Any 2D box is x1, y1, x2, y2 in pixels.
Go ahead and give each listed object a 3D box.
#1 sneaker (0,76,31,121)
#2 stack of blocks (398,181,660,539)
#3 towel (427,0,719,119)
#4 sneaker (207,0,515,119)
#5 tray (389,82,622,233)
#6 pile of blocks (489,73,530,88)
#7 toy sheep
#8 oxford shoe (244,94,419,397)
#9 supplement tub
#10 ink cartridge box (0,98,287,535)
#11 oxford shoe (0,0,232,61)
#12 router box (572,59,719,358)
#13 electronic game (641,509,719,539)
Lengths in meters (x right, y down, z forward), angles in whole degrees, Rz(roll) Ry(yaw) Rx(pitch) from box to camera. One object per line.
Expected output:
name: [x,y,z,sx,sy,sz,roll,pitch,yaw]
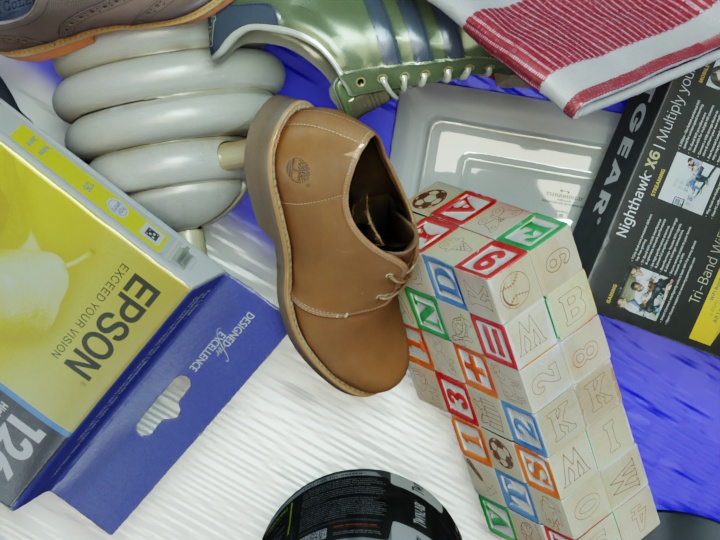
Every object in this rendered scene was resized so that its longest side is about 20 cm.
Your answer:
sneaker: [-0.174,-0.025,1.064,0.079,0.078,0.200,-8,111,14]
stack of blocks: [0.083,0.060,1.047,0.059,0.115,0.200,-33,120,-24]
towel: [0.077,-0.156,0.936,0.200,0.144,0.023,43,134,23]
sneaker: [0.016,-0.112,0.961,0.200,0.067,0.090,19,84,-3]
tray: [0.113,-0.040,1.085,0.200,0.022,0.108,10,102,-1]
pile of blocks: [0.060,-0.182,1.049,0.062,0.082,0.200,-31,89,49]
toy sheep: [-0.099,-0.092,1.025,0.138,0.138,0.200,-8,84,2]
oxford shoe: [0.000,0.000,0.979,0.071,0.071,0.200,13,143,27]
supplement tub: [0.001,0.181,1.037,0.122,0.200,0.123,0,101,1]
ink cartridge box: [-0.170,0.037,1.022,0.200,0.047,0.198,38,120,-4]
oxford shoe: [-0.121,-0.151,0.926,0.200,0.073,0.071,-21,80,26]
router box: [0.216,-0.051,1.047,0.157,0.052,0.200,20,98,-16]
electronic game: [0.175,0.240,1.125,0.199,0.042,0.201,0,93,5]
